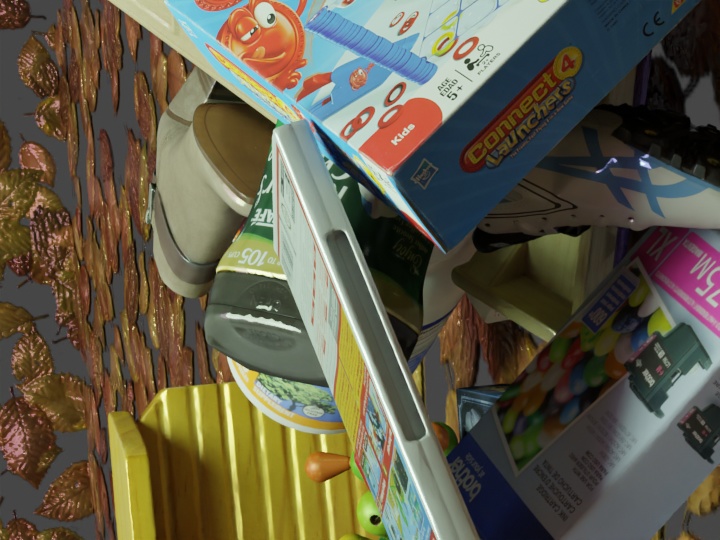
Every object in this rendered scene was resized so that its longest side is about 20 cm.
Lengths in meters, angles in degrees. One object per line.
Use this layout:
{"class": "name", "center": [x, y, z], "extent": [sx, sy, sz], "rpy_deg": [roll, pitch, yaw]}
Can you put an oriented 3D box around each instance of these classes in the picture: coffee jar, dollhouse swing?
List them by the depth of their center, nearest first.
{"class": "coffee jar", "center": [-0.003, -0.040, 1.181], "extent": [0.085, 0.104, 0.200], "rpy_deg": [35, -111, -54]}
{"class": "dollhouse swing", "center": [-0.047, 0.160, 1.542], "extent": [0.176, 0.200, 0.182], "rpy_deg": [165, 100, -76]}

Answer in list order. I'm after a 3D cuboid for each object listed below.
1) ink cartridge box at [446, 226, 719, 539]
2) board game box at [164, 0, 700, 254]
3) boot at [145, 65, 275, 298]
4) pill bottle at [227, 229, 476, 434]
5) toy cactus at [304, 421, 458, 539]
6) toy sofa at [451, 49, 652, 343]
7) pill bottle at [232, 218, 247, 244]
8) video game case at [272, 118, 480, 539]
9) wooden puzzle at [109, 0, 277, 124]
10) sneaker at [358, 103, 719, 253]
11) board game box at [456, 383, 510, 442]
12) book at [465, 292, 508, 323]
{"class": "ink cartridge box", "center": [0.103, 0.069, 1.023], "extent": [0.200, 0.042, 0.119], "rpy_deg": [-51, 25, 5]}
{"class": "board game box", "center": [0.042, -0.133, 1.038], "extent": [0.196, 0.200, 0.056], "rpy_deg": [39, 172, 47]}
{"class": "boot", "center": [-0.087, -0.044, 1.443], "extent": [0.200, 0.070, 0.146], "rpy_deg": [-100, 26, -53]}
{"class": "pill bottle", "center": [0.000, 0.000, 1.330], "extent": [0.200, 0.112, 0.112], "rpy_deg": [119, 144, -54]}
{"class": "toy cactus", "center": [0.028, 0.163, 1.412], "extent": [0.200, 0.102, 0.165], "rpy_deg": [69, -172, -86]}
{"class": "toy sofa", "center": [0.110, -0.073, 1.139], "extent": [0.083, 0.097, 0.200], "rpy_deg": [32, 129, 41]}
{"class": "pill bottle", "center": [-0.012, -0.050, 1.513], "extent": [0.200, 0.114, 0.114], "rpy_deg": [144, 120, -74]}
{"class": "video game case", "center": [0.004, 0.050, 1.026], "extent": [0.143, 0.017, 0.200], "rpy_deg": [95, 154, -70]}
{"class": "wooden puzzle", "center": [-0.087, -0.176, 1.318], "extent": [0.200, 0.046, 0.185], "rpy_deg": [42, 158, 17]}
{"class": "sneaker", "center": [0.090, -0.039, 1.047], "extent": [0.072, 0.200, 0.073], "rpy_deg": [-21, -62, -59]}
{"class": "board game box", "center": [0.095, 0.167, 1.330], "extent": [0.135, 0.035, 0.200], "rpy_deg": [-179, 85, -76]}
{"class": "book", "center": [0.078, -0.084, 1.308], "extent": [0.200, 0.048, 0.134], "rpy_deg": [104, 151, -49]}
